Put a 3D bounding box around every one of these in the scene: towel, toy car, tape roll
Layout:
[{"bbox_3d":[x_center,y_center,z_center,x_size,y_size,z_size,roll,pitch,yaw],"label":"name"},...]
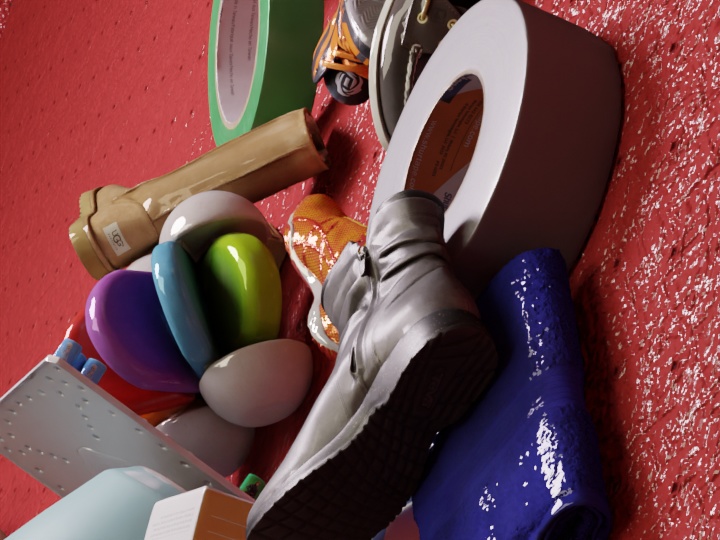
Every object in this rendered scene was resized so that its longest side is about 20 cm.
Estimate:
[{"bbox_3d":[0.081,0.100,1.228,0.148,0.049,0.201,-52,27,34],"label":"towel"},{"bbox_3d":[-0.137,0.048,1.655,0.200,0.149,0.176,-46,53,44],"label":"toy car"},{"bbox_3d":[-0.078,-0.187,1.863,0.200,0.048,0.202,-177,90,-74],"label":"tape roll"},{"bbox_3d":[0.075,-0.058,1.365,0.201,0.066,0.201,-54,24,38],"label":"tape roll"}]

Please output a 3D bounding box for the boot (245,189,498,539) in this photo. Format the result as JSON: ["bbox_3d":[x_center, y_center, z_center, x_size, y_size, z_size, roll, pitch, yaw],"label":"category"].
[{"bbox_3d":[-0.001,0.062,1.289,0.200,0.070,0.132,-47,36,22],"label":"boot"}]

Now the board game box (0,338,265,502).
[{"bbox_3d":[-0.166,0.138,1.646,0.026,0.200,0.200,-59,12,-29],"label":"board game box"}]

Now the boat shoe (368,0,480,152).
[{"bbox_3d":[0.057,-0.170,1.518,0.060,0.071,0.203,4,81,47],"label":"boat shoe"}]

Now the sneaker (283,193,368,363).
[{"bbox_3d":[0.000,0.000,1.542,0.077,0.073,0.200,-42,30,11],"label":"sneaker"}]

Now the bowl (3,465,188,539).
[{"bbox_3d":[-0.135,0.206,1.537,0.105,0.201,0.201,-53,15,-15],"label":"bowl"}]

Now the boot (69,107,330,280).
[{"bbox_3d":[-0.118,-0.064,1.785,0.199,0.066,0.175,-26,15,6],"label":"boot"}]

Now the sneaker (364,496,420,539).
[{"bbox_3d":[0.002,0.218,1.313,0.072,0.072,0.201,31,94,33],"label":"sneaker"}]

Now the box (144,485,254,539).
[{"bbox_3d":[-0.080,0.248,1.396,0.097,0.124,0.201,-25,49,64],"label":"box"}]

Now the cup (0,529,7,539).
[{"bbox_3d":[-0.427,0.295,2.277,0.201,0.142,0.201,-53,26,40],"label":"cup"}]

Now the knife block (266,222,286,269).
[{"bbox_3d":[-0.128,0.075,1.824,0.199,0.177,0.064,-24,22,-7],"label":"knife block"}]

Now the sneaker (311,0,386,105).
[{"bbox_3d":[0.011,-0.158,1.641,0.200,0.077,0.113,-79,11,-64],"label":"sneaker"}]
